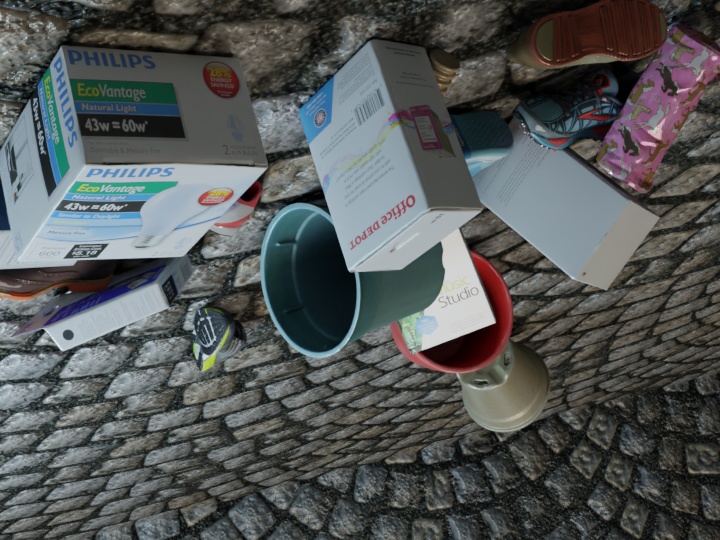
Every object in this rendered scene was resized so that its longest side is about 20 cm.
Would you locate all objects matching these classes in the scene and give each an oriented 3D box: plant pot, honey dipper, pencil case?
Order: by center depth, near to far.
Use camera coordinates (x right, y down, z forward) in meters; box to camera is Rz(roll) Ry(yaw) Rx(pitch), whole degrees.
[{"bbox_3d":[0.050,-0.158,1.317,0.038,0.038,0.201,-2,137,-39],"label":"honey dipper"},{"bbox_3d":[0.362,-0.193,1.412,0.202,0.086,0.083,-59,177,19],"label":"pencil case"},{"bbox_3d":[0.000,0.000,1.586,0.194,0.203,0.200,-10,161,-43],"label":"plant pot"},{"bbox_3d":[0.135,0.076,1.926,0.197,0.204,0.177,-13,172,-12],"label":"plant pot"},{"bbox_3d":[0.283,0.214,2.454,0.198,0.203,0.184,-22,149,12],"label":"plant pot"}]

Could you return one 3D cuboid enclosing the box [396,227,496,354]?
[{"bbox_3d":[0.105,0.016,1.748,0.142,0.202,0.036,-21,-155,8],"label":"box"}]

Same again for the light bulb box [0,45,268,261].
[{"bbox_3d":[-0.228,-0.109,1.154,0.196,0.127,0.200,-3,157,-36],"label":"light bulb box"}]

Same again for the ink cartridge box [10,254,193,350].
[{"bbox_3d":[-0.320,0.042,1.481,0.197,0.044,0.198,-20,-168,5],"label":"ink cartridge box"}]

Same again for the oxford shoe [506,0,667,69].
[{"bbox_3d":[0.251,-0.262,1.295,0.197,0.072,0.074,-9,-175,-26],"label":"oxford shoe"}]

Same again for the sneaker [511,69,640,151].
[{"bbox_3d":[0.272,-0.212,1.441,0.198,0.080,0.096,-12,146,-35],"label":"sneaker"}]

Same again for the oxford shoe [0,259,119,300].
[{"bbox_3d":[-0.375,-0.016,1.389,0.198,0.072,0.073,-7,142,-47],"label":"oxford shoe"}]

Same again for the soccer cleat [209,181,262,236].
[{"bbox_3d":[-0.193,-0.091,1.349,0.073,0.069,0.199,-46,151,20],"label":"soccer cleat"}]

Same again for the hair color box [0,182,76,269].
[{"bbox_3d":[-0.394,-0.047,1.270,0.197,0.061,0.100,-4,156,-37],"label":"hair color box"}]

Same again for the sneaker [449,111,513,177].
[{"bbox_3d":[0.084,-0.134,1.444,0.197,0.081,0.130,-3,155,-36],"label":"sneaker"}]

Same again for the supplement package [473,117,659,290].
[{"bbox_3d":[0.258,-0.087,1.498,0.122,0.200,0.119,-54,149,13],"label":"supplement package"}]

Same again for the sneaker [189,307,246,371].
[{"bbox_3d":[-0.217,0.098,1.840,0.080,0.075,0.200,-18,170,-20],"label":"sneaker"}]

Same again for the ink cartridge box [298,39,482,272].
[{"bbox_3d":[0.028,-0.118,1.247,0.084,0.203,0.144,0,155,-41],"label":"ink cartridge box"}]
